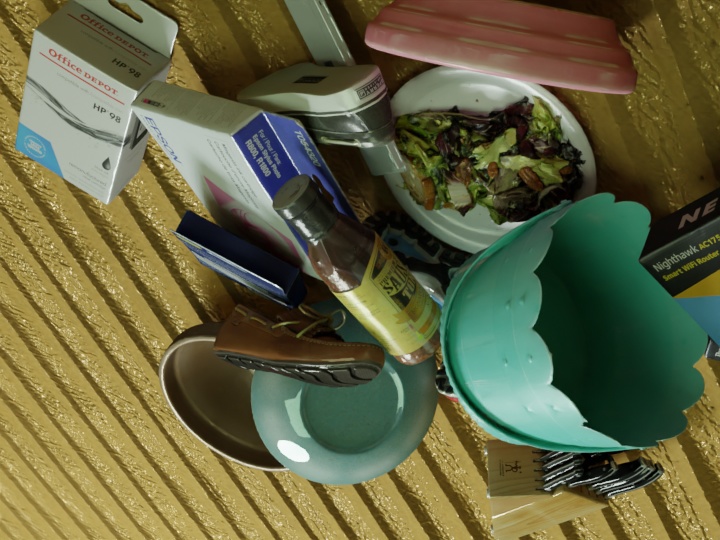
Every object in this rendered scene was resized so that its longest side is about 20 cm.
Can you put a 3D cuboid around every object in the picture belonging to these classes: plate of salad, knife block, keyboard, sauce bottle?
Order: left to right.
[{"bbox_3d":[-0.019,-0.171,0.938,0.201,0.011,0.056,63,159,-16],"label":"keyboard"},{"bbox_3d":[0.000,0.000,0.949,0.066,0.066,0.200,-15,131,37],"label":"sauce bottle"},{"bbox_3d":[0.104,-0.086,0.953,0.198,0.048,0.201,15,132,17],"label":"plate of salad"},{"bbox_3d":[0.218,0.217,1.134,0.174,0.064,0.201,-3,148,7],"label":"knife block"}]

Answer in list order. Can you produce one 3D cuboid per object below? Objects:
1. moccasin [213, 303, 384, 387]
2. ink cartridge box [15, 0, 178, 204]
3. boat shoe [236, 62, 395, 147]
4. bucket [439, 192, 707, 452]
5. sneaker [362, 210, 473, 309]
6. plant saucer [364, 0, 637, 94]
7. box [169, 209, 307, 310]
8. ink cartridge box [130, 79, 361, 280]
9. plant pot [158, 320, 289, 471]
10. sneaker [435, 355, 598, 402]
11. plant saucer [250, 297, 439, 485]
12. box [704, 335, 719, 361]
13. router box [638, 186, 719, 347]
[{"bbox_3d":[-0.055,0.064,1.039,0.073,0.078,0.201,28,165,-39],"label":"moccasin"},{"bbox_3d":[-0.257,-0.174,1.056,0.115,0.067,0.201,31,136,2],"label":"ink cartridge box"},{"bbox_3d":[-0.041,-0.133,0.929,0.200,0.070,0.064,19,137,57],"label":"boat shoe"},{"bbox_3d":[0.172,0.051,0.909,0.207,0.208,0.134,47,146,-16],"label":"bucket"},{"bbox_3d":[0.078,0.024,1.056,0.199,0.078,0.090,36,146,9],"label":"sneaker"},{"bbox_3d":[0.104,-0.170,0.794,0.199,0.200,0.051,14,105,17],"label":"plant saucer"},{"bbox_3d":[-0.114,-0.007,1.072,0.120,0.033,0.200,28,174,4],"label":"box"},{"bbox_3d":[-0.092,-0.075,0.995,0.199,0.043,0.197,23,155,41],"label":"ink cartridge box"},{"bbox_3d":[-0.115,0.120,1.217,0.199,0.093,0.202,15,134,16],"label":"plant pot"},{"bbox_3d":[0.166,0.115,1.077,0.199,0.077,0.085,-5,132,33],"label":"sneaker"},{"bbox_3d":[-0.011,0.129,1.116,0.199,0.039,0.203,-2,101,-10],"label":"plant saucer"},{"bbox_3d":[0.365,-0.005,0.860,0.140,0.079,0.201,14,133,14],"label":"box"},{"bbox_3d":[0.325,-0.011,0.785,0.149,0.051,0.200,43,137,-11],"label":"router box"}]
